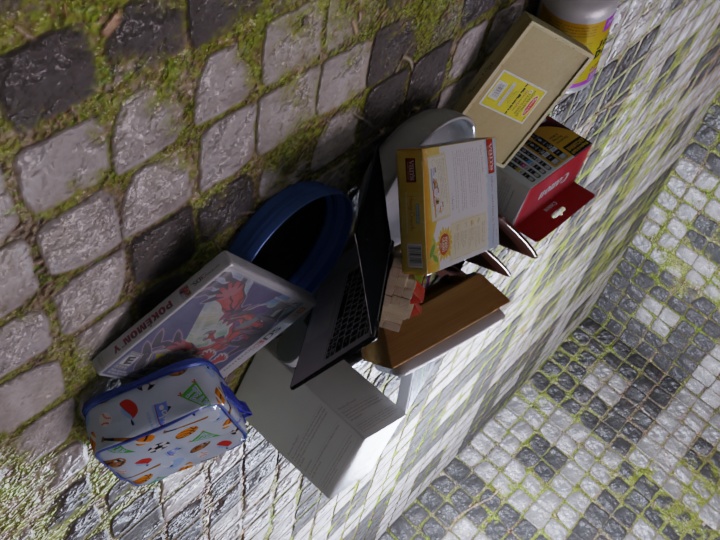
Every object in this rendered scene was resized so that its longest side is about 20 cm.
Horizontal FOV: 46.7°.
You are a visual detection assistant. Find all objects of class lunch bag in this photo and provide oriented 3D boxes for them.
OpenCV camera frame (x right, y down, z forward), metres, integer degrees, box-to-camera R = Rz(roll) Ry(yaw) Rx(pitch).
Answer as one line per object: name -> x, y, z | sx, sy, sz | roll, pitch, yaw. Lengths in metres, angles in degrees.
lunch bag -> -0.207, 0.169, 0.930 | 0.160, 0.076, 0.200 | -24, 158, -6

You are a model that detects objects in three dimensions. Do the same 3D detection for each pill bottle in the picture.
pill bottle -> 0.294, -0.347, 1.149 | 0.104, 0.104, 0.200 | -43, 158, -22

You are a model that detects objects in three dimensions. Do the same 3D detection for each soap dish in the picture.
soap dish -> 0.100, 0.075, 1.225 | 0.199, 0.082, 0.157 | -28, -175, -14

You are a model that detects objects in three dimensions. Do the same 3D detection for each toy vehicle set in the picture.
toy vehicle set -> 0.207, -0.238, 1.127 | 0.124, 0.027, 0.200 | 16, 125, -34

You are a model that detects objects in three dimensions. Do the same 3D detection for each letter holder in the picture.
letter holder -> 0.181, -0.029, 1.303 | 0.200, 0.142, 0.101 | 33, 81, -58

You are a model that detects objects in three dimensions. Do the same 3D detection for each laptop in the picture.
laptop -> -0.027, -0.005, 0.932 | 0.200, 0.116, 0.188 | -34, -157, 28

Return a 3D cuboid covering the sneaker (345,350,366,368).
sneaker -> -0.020, 0.137, 1.334 | 0.200, 0.073, 0.082 | -25, 146, -51

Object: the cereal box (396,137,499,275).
cereal box -> 0.111, -0.084, 1.012 | 0.200, 0.039, 0.145 | -19, 108, -55

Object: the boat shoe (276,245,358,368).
boat shoe -> -0.024, 0.053, 1.085 | 0.068, 0.074, 0.200 | 28, 101, -43

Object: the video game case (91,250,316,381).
video game case -> -0.160, 0.065, 0.902 | 0.182, 0.023, 0.200 | -39, 155, 9

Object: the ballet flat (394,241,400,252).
ballet flat -> 0.000, 0.000, 1.148 | 0.199, 0.063, 0.069 | -18, 132, -12

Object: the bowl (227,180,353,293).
bowl -> -0.089, -0.018, 0.980 | 0.201, 0.039, 0.201 | -43, 158, -22

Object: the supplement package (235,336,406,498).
supplement package -> -0.060, 0.193, 1.160 | 0.117, 0.200, 0.117 | -17, 141, -56

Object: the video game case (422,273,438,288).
video game case -> 0.092, 0.068, 1.418 | 0.181, 0.036, 0.201 | 68, 41, -68

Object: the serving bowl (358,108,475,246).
serving bowl -> 0.062, -0.128, 1.077 | 0.200, 0.066, 0.200 | -42, 157, -22

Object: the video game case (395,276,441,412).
video game case -> 0.110, 0.120, 1.425 | 0.182, 0.023, 0.201 | -47, 150, -59

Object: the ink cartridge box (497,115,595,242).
ink cartridge box -> 0.271, -0.157, 1.315 | 0.200, 0.175, 0.084 | -35, 153, -39

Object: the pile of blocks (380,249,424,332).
pile of blocks -> 0.054, 0.027, 1.063 | 0.200, 0.062, 0.083 | 117, -11, -75
